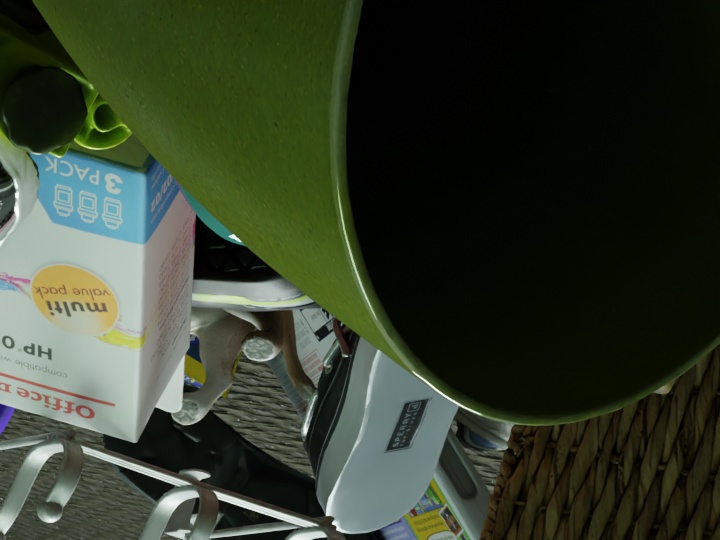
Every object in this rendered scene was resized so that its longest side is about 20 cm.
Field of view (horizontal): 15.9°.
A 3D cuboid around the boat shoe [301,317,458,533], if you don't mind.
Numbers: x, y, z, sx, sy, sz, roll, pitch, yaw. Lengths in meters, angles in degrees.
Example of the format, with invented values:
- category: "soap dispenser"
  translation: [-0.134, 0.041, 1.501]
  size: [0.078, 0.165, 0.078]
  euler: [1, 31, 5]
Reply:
- category: "boat shoe"
  translation: [0.019, 0.030, 1.150]
  size: [0.073, 0.068, 0.200]
  euler: [-9, 140, -24]

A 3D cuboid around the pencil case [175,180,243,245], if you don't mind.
- category: "pencil case"
  translation: [0.029, -0.049, 0.888]
  size: [0.200, 0.085, 0.092]
  euler: [3, 161, 44]

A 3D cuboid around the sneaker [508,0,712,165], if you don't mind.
- category: "sneaker"
  translation: [0.065, -0.063, 0.755]
  size: [0.199, 0.100, 0.070]
  euler: [9, 161, 29]

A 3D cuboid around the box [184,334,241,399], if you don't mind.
- category: "box"
  translation: [-0.155, 0.020, 1.405]
  size: [0.199, 0.065, 0.070]
  euler: [6, 162, 40]

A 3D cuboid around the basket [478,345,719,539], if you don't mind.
- category: "basket"
  translation: [0.147, 0.101, 1.064]
  size: [0.149, 0.201, 0.143]
  euler: [9, 162, 28]

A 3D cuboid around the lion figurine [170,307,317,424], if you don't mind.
- category: "lion figurine"
  translation: [-0.108, 0.014, 1.271]
  size: [0.199, 0.123, 0.073]
  euler: [12, 123, 2]

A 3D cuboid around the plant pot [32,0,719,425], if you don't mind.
- category: "plant pot"
  translation: [0.001, -0.082, 0.672]
  size: [0.200, 0.188, 0.187]
  euler: [25, 174, 44]

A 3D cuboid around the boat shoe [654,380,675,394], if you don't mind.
- category: "boat shoe"
  translation: [0.059, -0.023, 0.979]
  size: [0.200, 0.066, 0.074]
  euler: [33, 177, 38]

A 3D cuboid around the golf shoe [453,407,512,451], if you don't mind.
- category: "golf shoe"
  translation: [0.124, 0.077, 1.267]
  size: [0.200, 0.079, 0.097]
  euler: [24, 158, -27]

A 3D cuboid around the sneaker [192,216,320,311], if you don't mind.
- category: "sneaker"
  translation: [-0.095, -0.011, 1.203]
  size: [0.199, 0.072, 0.083]
  euler: [13, 167, 19]

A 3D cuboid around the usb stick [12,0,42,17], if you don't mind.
- category: "usb stick"
  translation: [-0.168, -0.139, 0.893]
  size: [0.200, 0.033, 0.055]
  euler: [27, 168, -31]

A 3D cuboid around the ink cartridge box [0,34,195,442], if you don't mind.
- category: "ink cartridge box"
  translation: [-0.135, -0.001, 1.115]
  size: [0.115, 0.068, 0.200]
  euler: [15, 134, 10]

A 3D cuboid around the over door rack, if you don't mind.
- category: "over door rack"
  translation: [-0.110, 0.115, 1.205]
  size: [0.147, 0.067, 0.200]
  euler: [22, 174, -24]

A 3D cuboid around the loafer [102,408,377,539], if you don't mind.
- category: "loafer"
  translation: [-0.052, 0.133, 1.389]
  size: [0.200, 0.073, 0.072]
  euler: [44, 176, -5]

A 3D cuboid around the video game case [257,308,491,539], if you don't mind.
- category: "video game case"
  translation: [0.011, 0.086, 1.308]
  size: [0.182, 0.022, 0.200]
  euler: [59, 165, 2]

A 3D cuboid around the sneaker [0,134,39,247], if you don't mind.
- category: "sneaker"
  translation: [-0.179, 0.000, 0.993]
  size: [0.080, 0.087, 0.200]
  euler: [26, 152, 3]

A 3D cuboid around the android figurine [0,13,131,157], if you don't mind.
- category: "android figurine"
  translation: [-0.168, -0.096, 0.933]
  size: [0.182, 0.041, 0.200]
  euler: [27, -174, -29]

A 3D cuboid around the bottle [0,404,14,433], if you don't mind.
- category: "bottle"
  translation: [-0.232, 0.079, 1.417]
  size: [0.065, 0.084, 0.200]
  euler: [30, 162, -7]
